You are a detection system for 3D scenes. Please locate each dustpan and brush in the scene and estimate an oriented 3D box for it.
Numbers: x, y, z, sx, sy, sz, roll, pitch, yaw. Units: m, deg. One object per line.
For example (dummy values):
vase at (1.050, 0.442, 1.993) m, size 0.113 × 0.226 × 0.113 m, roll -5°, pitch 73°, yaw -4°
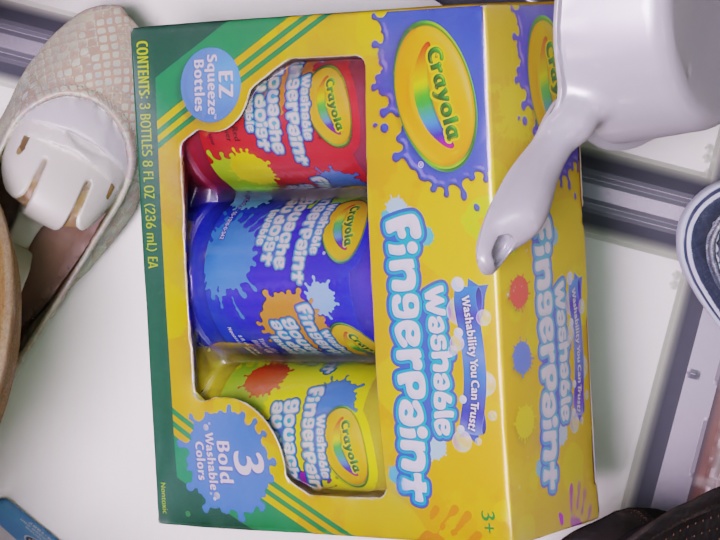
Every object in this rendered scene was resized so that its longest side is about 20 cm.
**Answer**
dustpan and brush at (0.096, -0.077, 0.983) m, size 0.057 × 0.140 × 0.200 m, roll 2°, pitch 52°, yaw 29°

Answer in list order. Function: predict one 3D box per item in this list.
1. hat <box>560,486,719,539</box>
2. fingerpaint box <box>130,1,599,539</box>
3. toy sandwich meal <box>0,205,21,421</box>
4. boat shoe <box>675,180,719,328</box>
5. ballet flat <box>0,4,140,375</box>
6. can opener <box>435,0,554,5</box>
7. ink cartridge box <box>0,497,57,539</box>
hat at (0.103, 0.154, 1.049) m, size 0.081 × 0.201 × 0.201 m, roll 37°, pitch 102°, yaw 45°
fingerpaint box at (0.000, 0.000, 1.035) m, size 0.167 × 0.073 × 0.200 m, roll 1°, pitch 96°, yaw 34°
toy sandwich meal at (-0.213, 0.026, 1.060) m, size 0.205 × 0.070 × 0.205 m, roll -19°, pitch 61°, yaw 39°
boat shoe at (0.204, 0.038, 1.028) m, size 0.200 × 0.091 × 0.071 m, roll 41°, pitch 99°, yaw 4°
ballet flat at (-0.132, -0.011, 1.089) m, size 0.067 × 0.062 × 0.200 m, roll 25°, pitch 100°, yaw -13°
can opener at (0.010, -0.131, 1.074) m, size 0.200 × 0.053 × 0.067 m, roll 33°, pitch 131°, yaw 5°
ink cartridge box at (-0.154, 0.188, 1.040) m, size 0.129 × 0.200 × 0.125 m, roll 39°, pitch 99°, yaw 4°
